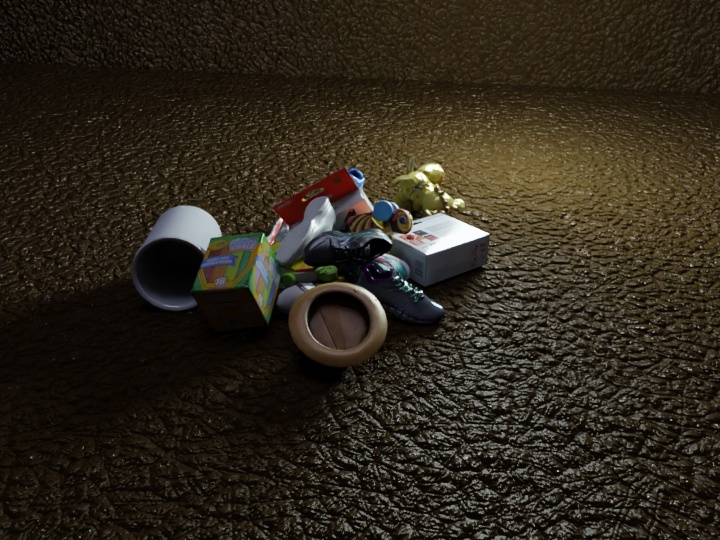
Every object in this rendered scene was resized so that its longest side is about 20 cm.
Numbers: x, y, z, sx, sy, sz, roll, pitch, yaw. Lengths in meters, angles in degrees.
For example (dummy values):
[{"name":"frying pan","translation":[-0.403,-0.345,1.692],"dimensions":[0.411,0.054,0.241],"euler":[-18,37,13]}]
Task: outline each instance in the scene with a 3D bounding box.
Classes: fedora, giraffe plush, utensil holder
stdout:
[{"name":"fedora","translation":[-0.043,0.115,1.327],"dimensions":[0.199,0.082,0.201],"euler":[2,47,-2]},{"name":"giraffe plush","translation":[0.186,-0.189,1.857],"dimensions":[0.172,0.200,0.162],"euler":[-38,65,-6]},{"name":"utensil holder","translation":[-0.393,-0.034,1.525],"dimensions":[0.169,0.171,0.200],"euler":[-1,27,-4]}]

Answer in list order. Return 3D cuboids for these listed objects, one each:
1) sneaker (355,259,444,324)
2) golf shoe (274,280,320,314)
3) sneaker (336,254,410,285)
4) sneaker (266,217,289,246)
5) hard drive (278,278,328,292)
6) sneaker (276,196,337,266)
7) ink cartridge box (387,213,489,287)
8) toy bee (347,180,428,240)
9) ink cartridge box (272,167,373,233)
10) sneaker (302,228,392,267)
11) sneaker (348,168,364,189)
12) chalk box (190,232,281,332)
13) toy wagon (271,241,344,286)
[{"name":"sneaker","translation":[0.084,0.046,1.455],"dimensions":[0.199,0.088,0.075],"euler":[18,36,10]},{"name":"golf shoe","translation":[-0.081,0.075,1.428],"dimensions":[0.198,0.078,0.095],"euler":[1,29,2]},{"name":"sneaker","translation":[0.000,0.000,1.570],"dimensions":[0.199,0.084,0.121],"euler":[15,22,21]},{"name":"sneaker","translation":[-0.187,-0.063,1.706],"dimensions":[0.081,0.077,0.200],"euler":[24,35,0]},{"name":"hard drive","translation":[-0.170,0.022,1.564],"dimensions":[0.198,0.038,0.140],"euler":[-1,28,-5]},{"name":"sneaker","translation":[-0.107,-0.069,1.544],"dimensions":[0.075,0.089,0.200],"euler":[1,46,41]},{"name":"ink cartridge box","translation":[0.175,-0.055,1.669],"dimensions":[0.199,0.084,0.175],"euler":[-18,32,-31]},{"name":"toy bee","translation":[0.072,-0.109,1.582],"dimensions":[0.199,0.109,0.131],"euler":[-28,-10,39]},{"name":"ink cartridge box","translation":[-0.080,-0.132,1.633],"dimensions":[0.199,0.174,0.044],"euler":[-28,55,9]},{"name":"sneaker","translation":[-0.026,-0.048,1.488],"dimensions":[0.199,0.076,0.079],"euler":[-15,21,-18]},{"name":"sneaker","translation":[-0.015,-0.192,1.751],"dimensions":[0.075,0.105,0.200],"euler":[30,3,8]},{"name":"chalk box","translation":[-0.243,0.006,1.425],"dimensions":[0.123,0.124,0.201],"euler":[-7,45,14]},{"name":"toy wagon","translation":[-0.123,-0.015,1.553],"dimensions":[0.199,0.040,0.155],"euler":[17,33,27]}]
